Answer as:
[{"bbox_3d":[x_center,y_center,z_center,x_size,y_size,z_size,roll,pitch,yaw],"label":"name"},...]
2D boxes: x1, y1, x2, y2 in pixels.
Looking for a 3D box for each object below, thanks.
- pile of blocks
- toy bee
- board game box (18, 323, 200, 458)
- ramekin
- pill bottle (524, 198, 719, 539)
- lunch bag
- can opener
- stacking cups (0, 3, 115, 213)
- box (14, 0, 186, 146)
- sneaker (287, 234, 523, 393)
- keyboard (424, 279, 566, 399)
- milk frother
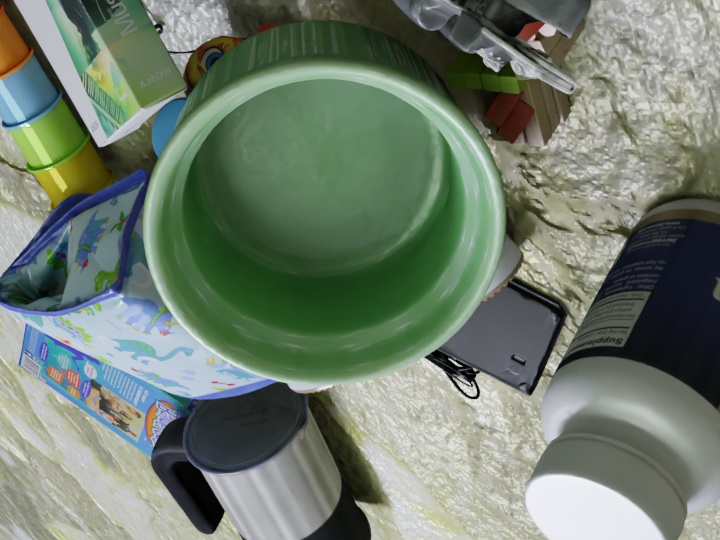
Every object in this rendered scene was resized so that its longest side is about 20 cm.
[{"bbox_3d":[0.079,-0.137,0.685,0.082,0.062,0.201,26,144,14],"label":"pile of blocks"},{"bbox_3d":[-0.084,-0.105,0.829,0.108,0.131,0.201,-27,103,27],"label":"toy bee"},{"bbox_3d":[-0.237,0.103,1.268,0.199,0.045,0.152,35,146,2],"label":"board game box"},{"bbox_3d":[-0.022,-0.044,0.743,0.198,0.098,0.202,-2,121,-3],"label":"ramekin"},{"bbox_3d":[0.168,0.064,0.724,0.110,0.201,0.112,23,145,17],"label":"pill bottle"},{"bbox_3d":[-0.166,0.024,1.005,0.169,0.129,0.199,31,145,-32],"label":"lunch bag"},{"bbox_3d":[0.054,-0.146,0.636,0.053,0.067,0.200,22,-160,-33],"label":"can opener"},{"bbox_3d":[-0.263,-0.140,0.992,0.060,0.061,0.201,-1,128,42],"label":"stacking cups"},{"bbox_3d":[-0.179,-0.176,0.762,0.201,0.036,0.144,60,161,-8],"label":"box"},{"bbox_3d":[0.000,0.000,0.878,0.199,0.071,0.113,-33,109,26],"label":"sneaker"},{"bbox_3d":[0.048,0.019,0.938,0.199,0.040,0.105,28,122,14],"label":"keyboard"},{"bbox_3d":[-0.101,0.231,1.144,0.179,0.201,0.189,-14,129,12],"label":"milk frother"}]
